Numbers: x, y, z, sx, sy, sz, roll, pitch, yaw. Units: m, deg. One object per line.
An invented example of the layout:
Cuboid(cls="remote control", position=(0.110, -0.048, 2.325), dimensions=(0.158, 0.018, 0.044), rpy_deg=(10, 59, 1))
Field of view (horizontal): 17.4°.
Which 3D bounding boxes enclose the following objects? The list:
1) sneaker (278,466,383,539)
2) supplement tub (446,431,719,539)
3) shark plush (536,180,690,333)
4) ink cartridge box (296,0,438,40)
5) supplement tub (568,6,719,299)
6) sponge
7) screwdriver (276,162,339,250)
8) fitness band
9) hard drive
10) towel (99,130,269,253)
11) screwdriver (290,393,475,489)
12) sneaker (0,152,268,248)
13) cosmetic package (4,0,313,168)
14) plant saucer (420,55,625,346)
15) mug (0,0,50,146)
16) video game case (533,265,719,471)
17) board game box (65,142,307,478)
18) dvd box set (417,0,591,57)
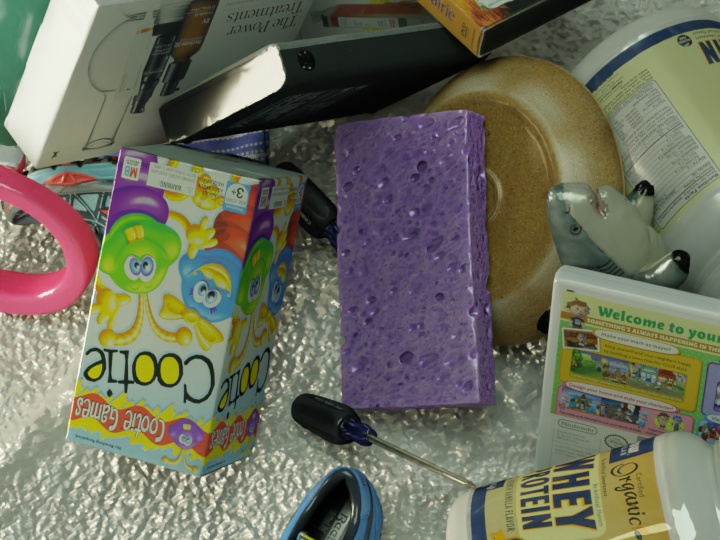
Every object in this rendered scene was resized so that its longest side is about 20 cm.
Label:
Cuboid(cls="sneaker", position=(-0.044, 0.220, 1.541), dimensions=(0.066, 0.079, 0.201), rpy_deg=(19, 69, 15))
Cuboid(cls="supplement tub", position=(0.166, 0.183, 1.470), dimensions=(0.199, 0.144, 0.145), rpy_deg=(-18, 61, 13))
Cuboid(cls="shark plush", position=(0.153, 0.020, 1.553), dimensions=(0.083, 0.201, 0.091), rpy_deg=(-5, 50, -11))
Cuboid(cls="ink cartridge box", position=(0.005, -0.245, 1.753), dimensions=(0.199, 0.084, 0.146), rpy_deg=(2, 55, 5))
Cuboid(cls="supplement tub", position=(0.237, -0.064, 1.605), dimensions=(0.144, 0.145, 0.200), rpy_deg=(-29, 63, -7))
Cuboid(cls="sponge", position=(0.036, -0.006, 1.609), dimensions=(0.111, 0.030, 0.201), rpy_deg=(-6, 82, 34))
Cuboid(cls="screwdriver", position=(0.000, 0.000, 1.669), dimensions=(0.029, 0.028, 0.200), rpy_deg=(-41, 71, 11))
Cuboid(cls="fitness band", position=(-0.281, -0.031, 1.668), dimensions=(0.199, 0.144, 0.038), rpy_deg=(10, 46, 15))
Cuboid(cls="hard drive", position=(-0.022, -0.132, 1.637), dimensions=(0.199, 0.139, 0.033), rpy_deg=(-12, 83, -42))
Cuboid(cls="towel", position=(-0.138, -0.110, 1.755), dimensions=(0.144, 0.024, 0.201), rpy_deg=(-6, 62, 6))
Cuboid(cls="screwdriver", position=(0.018, 0.117, 1.562), dimensions=(0.200, 0.029, 0.028), rpy_deg=(20, 87, 48))
Cuboid(cls="sneaker", position=(-0.163, -0.033, 1.673), dimensions=(0.199, 0.079, 0.096), rpy_deg=(-2, 85, 15))
Cuboid(cls="cosmetic package", position=(-0.135, -0.155, 1.633), dimensions=(0.199, 0.151, 0.052), rpy_deg=(-15, 57, -39))
Cuboid(cls="plant saucer", position=(0.090, -0.049, 1.614), dimensions=(0.199, 0.035, 0.202), rpy_deg=(-2, 86, 40))
Cuboid(cls="mug", position=(-0.270, -0.154, 1.727), dimensions=(0.114, 0.152, 0.186), rpy_deg=(11, 72, 12))
Cuboid(cls="video game case", position=(0.214, 0.097, 1.515), dimensions=(0.199, 0.183, 0.022), rpy_deg=(13, 34, 15))
Cuboid(cls="board game box", position=(-0.117, 0.024, 1.586), dimensions=(0.104, 0.103, 0.201), rpy_deg=(13, 98, 15))
Cuboid(cls="dvd box set", position=(0.076, -0.246, 1.669), dimensions=(0.146, 0.029, 0.200), rpy_deg=(-27, 58, -28))
